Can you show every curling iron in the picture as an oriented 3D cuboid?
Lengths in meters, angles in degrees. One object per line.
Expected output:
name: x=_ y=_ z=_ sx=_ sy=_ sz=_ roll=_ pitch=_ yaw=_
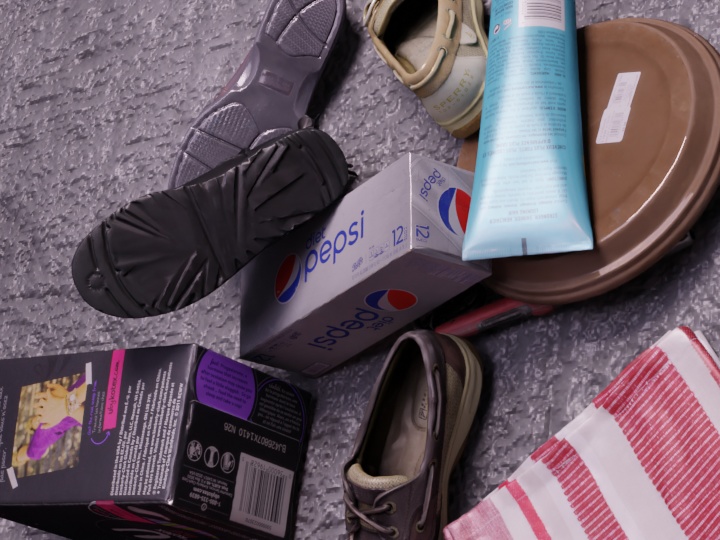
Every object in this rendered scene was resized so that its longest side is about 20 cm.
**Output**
curling iron: x=0.112 y=0.004 z=1.266 sx=0.199 sy=0.026 sz=0.050 roll=-18 pitch=62 yaw=34

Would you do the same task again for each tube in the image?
tube: x=0.102 y=-0.096 z=1.250 sx=0.077 sy=0.050 sz=0.201 roll=-8 pitch=57 yaw=21

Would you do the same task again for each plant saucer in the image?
plant saucer: x=0.134 y=-0.073 z=1.262 sx=0.199 sy=0.029 sz=0.201 roll=-23 pitch=48 yaw=28

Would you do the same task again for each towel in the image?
towel: x=0.146 y=0.142 z=1.176 sx=0.200 sy=0.023 sz=0.144 roll=-44 pitch=49 yaw=17

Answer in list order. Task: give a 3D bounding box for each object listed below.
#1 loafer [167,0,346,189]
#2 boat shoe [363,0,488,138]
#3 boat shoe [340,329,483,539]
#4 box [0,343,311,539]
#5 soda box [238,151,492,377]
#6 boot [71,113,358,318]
loafer: x=-0.067 y=-0.115 z=1.464 sx=0.072 sy=0.063 sz=0.201 roll=30 pitch=94 yaw=2
boat shoe: x=0.038 y=-0.159 z=1.358 sx=0.073 sy=0.063 sz=0.201 roll=-44 pitch=33 yaw=19
boat shoe: x=0.017 y=0.131 z=1.257 sx=0.073 sy=0.065 sz=0.201 roll=6 pitch=80 yaw=38
box: x=-0.148 y=0.119 z=1.371 sx=0.199 sy=0.122 sz=0.107 roll=-6 pitch=68 yaw=40
soda box: x=0.000 y=0.000 z=1.300 sx=0.200 sy=0.063 sz=0.069 roll=-33 pitch=49 yaw=49
boot: x=-0.093 y=-0.035 z=1.346 sx=0.198 sy=0.074 sz=0.162 roll=-30 pitch=6 yaw=-5
